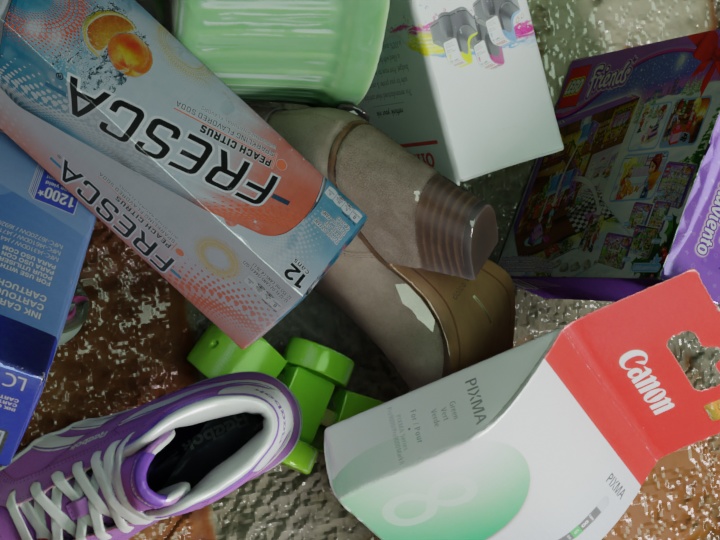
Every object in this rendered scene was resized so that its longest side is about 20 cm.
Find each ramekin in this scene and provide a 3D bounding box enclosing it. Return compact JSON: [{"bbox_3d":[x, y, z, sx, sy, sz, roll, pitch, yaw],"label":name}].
[{"bbox_3d":[-0.056,-0.177,0.950,0.097,0.200,0.201,-3,92,-14],"label":"ramekin"}]

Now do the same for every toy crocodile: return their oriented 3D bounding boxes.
[{"bbox_3d":[-0.004,0.086,1.049,0.200,0.062,0.068,26,81,-25],"label":"toy crocodile"}]

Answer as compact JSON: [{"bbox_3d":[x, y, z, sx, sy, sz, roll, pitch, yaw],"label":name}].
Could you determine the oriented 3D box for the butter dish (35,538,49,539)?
[{"bbox_3d":[-0.193,0.179,0.896,0.148,0.200,0.200,-32,102,-19],"label":"butter dish"}]

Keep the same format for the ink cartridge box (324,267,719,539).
[{"bbox_3d":[0.103,0.092,0.967,0.199,0.050,0.161,-22,144,14],"label":"ink cartridge box"}]

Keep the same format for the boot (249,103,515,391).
[{"bbox_3d":[0.000,0.000,0.981,0.070,0.146,0.200,-50,150,-39],"label":"boot"}]

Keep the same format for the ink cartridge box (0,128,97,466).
[{"bbox_3d":[-0.201,0.001,0.890,0.136,0.076,0.200,19,46,-11],"label":"ink cartridge box"}]

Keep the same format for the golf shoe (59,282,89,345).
[{"bbox_3d":[-0.231,0.041,0.958,0.199,0.073,0.092,-12,138,-32],"label":"golf shoe"}]

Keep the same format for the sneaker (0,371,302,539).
[{"bbox_3d":[-0.126,0.105,0.946,0.200,0.114,0.073,-29,90,3],"label":"sneaker"}]

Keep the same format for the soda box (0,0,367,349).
[{"bbox_3d":[-0.097,-0.059,0.895,0.200,0.068,0.064,42,52,-5],"label":"soda box"}]

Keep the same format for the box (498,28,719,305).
[{"bbox_3d":[0.148,-0.052,1.025,0.039,0.200,0.137,23,83,-19],"label":"box"}]

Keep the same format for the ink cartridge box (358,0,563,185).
[{"bbox_3d":[0.041,-0.109,1.028,0.068,0.115,0.201,-17,98,-21],"label":"ink cartridge box"}]
